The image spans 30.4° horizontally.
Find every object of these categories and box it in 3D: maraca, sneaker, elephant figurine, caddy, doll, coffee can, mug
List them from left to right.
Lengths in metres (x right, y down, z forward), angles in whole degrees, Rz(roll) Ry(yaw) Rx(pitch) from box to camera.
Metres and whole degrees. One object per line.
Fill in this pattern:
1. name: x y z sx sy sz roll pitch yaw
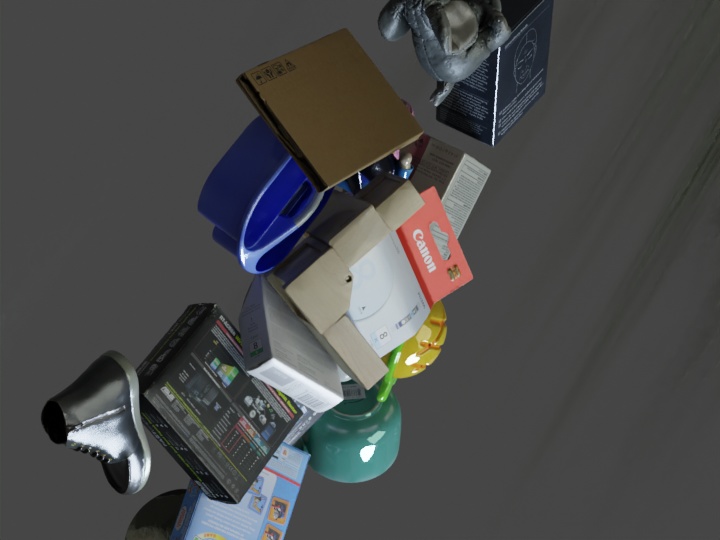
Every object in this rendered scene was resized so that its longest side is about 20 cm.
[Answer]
1. sneaker: -0.306 0.193 1.510 0.106 0.075 0.200 -34 135 -39
2. coffee can: -0.219 0.399 1.793 0.146 0.146 0.200 -53 155 -19
3. caddy: -0.097 -0.092 1.567 0.200 0.105 0.141 -54 156 -18
4. mug: -0.023 0.236 2.006 0.185 0.152 0.114 -42 148 -39
5. doll: -0.002 -0.140 1.689 0.200 0.136 0.048 59 36 -38
6. maraca: 0.064 0.105 1.930 0.137 0.107 0.200 -52 164 -51
7. elephant figurine: 0.092 -0.335 1.700 0.141 0.155 0.200 -25 155 25

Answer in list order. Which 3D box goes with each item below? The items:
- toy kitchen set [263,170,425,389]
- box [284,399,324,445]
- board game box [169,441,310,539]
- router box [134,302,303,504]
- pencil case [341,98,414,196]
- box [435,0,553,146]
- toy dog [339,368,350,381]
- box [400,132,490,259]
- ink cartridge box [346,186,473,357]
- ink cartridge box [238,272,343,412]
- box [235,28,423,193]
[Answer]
1. toy kitchen set: 0.000 0.000 1.665 0.200 0.163 0.180 -42 114 -9
2. box: -0.137 0.177 1.772 0.200 0.050 0.199 -44 141 -17
3. board game box: -0.155 0.301 1.681 0.151 0.037 0.200 33 64 -36
4. router box: -0.178 0.160 1.601 0.150 0.062 0.200 -52 121 -31
5. pencil case: 0.016 -0.135 1.780 0.087 0.083 0.200 -36 146 -48
6. box: 0.193 -0.309 1.918 0.148 0.107 0.200 -46 152 -31
7. toy dog: -0.017 0.073 1.861 0.200 0.096 0.132 60 32 -62
8. box: 0.086 -0.091 1.931 0.200 0.109 0.128 -63 156 3
9. ink cartridge box: 0.056 0.005 1.787 0.200 0.047 0.160 -32 117 -15
10. ink cartridge box: -0.094 0.062 1.668 0.050 0.200 0.161 -28 144 21
11. box: -0.031 -0.190 1.547 0.200 0.164 0.021 -34 177 -47
